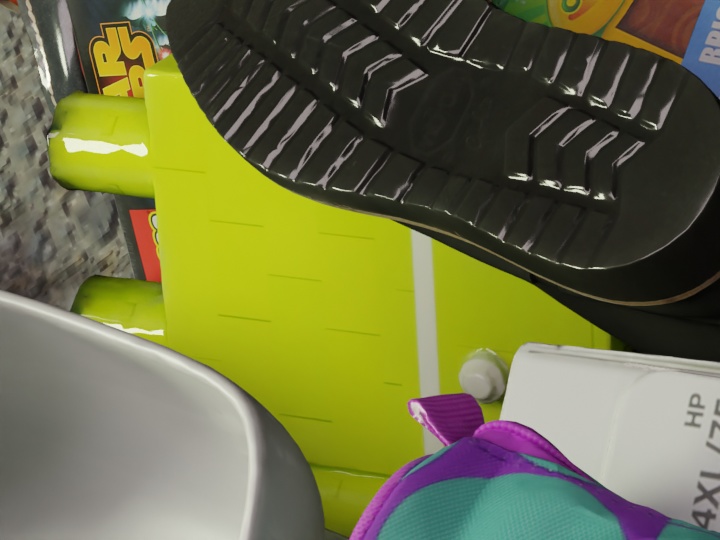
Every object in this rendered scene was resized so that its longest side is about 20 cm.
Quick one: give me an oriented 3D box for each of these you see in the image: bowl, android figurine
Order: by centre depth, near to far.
[{"bbox_3d":[-0.102,0.108,0.688,0.199,0.075,0.201,13,81,34],"label":"bowl"},{"bbox_3d":[0.000,0.000,0.826,0.199,0.041,0.183,9,115,26],"label":"android figurine"}]

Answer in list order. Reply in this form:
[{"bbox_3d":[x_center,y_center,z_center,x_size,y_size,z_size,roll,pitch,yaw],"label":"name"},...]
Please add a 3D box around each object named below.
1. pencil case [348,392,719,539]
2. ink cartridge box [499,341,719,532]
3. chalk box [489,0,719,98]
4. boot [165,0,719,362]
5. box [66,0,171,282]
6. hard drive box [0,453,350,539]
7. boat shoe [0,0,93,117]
[{"bbox_3d":[0.091,0.084,0.521,0.199,0.085,0.093,9,95,31],"label":"pencil case"},{"bbox_3d":[0.125,0.118,0.660,0.145,0.200,0.147,7,78,32],"label":"ink cartridge box"},{"bbox_3d":[0.129,-0.081,0.768,0.200,0.124,0.125,28,88,34],"label":"chalk box"},{"bbox_3d":[0.046,-0.019,0.738,0.078,0.138,0.200,-53,47,-1],"label":"boot"},{"bbox_3d":[-0.026,-0.090,0.850,0.136,0.040,0.201,-2,110,31],"label":"box"},{"bbox_3d":[-0.052,0.167,0.778,0.077,0.156,0.201,6,78,32],"label":"hard drive box"},{"bbox_3d":[-0.112,-0.124,0.957,0.062,0.071,0.201,-21,59,11],"label":"boat shoe"}]
